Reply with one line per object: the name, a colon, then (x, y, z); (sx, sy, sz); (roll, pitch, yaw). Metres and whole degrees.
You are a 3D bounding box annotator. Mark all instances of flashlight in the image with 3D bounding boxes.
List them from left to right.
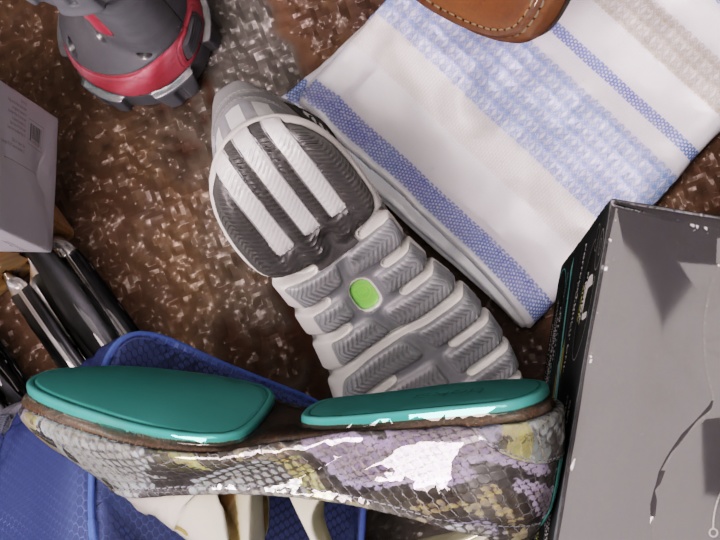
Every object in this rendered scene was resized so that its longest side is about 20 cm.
flashlight: (-0.105, -0.113, 1.088); (0.068, 0.200, 0.068); (-31, 78, 3)

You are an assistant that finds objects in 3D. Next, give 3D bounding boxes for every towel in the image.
towel: (0.083, -0.092, 1.149); (0.147, 0.024, 0.200); (44, 89, 11)

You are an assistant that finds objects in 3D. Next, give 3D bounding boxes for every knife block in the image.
knife block: (-0.160, -0.030, 1.154); (0.176, 0.064, 0.200); (8, 83, 8)

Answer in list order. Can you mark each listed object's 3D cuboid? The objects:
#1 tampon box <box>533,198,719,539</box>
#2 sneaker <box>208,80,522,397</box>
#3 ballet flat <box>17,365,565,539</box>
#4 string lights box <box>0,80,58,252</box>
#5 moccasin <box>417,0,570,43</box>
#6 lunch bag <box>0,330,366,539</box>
tampon box: (0.132, 0.067, 1.021); (0.126, 0.200, 0.150); (10, 84, 1)
sneaker: (0.000, 0.000, 1.119); (0.075, 0.116, 0.200); (-30, 118, 1)
ballet flat: (-0.027, 0.071, 0.951); (0.200, 0.072, 0.072); (1, 82, 20)
string lights box: (-0.229, -0.043, 1.080); (0.200, 0.103, 0.059); (1, 83, 10)
moccasin: (0.008, -0.162, 1.116); (0.201, 0.078, 0.074); (49, 117, 24)
lunch bag: (-0.088, 0.127, 1.056); (0.132, 0.136, 0.200); (-33, 43, 40)
